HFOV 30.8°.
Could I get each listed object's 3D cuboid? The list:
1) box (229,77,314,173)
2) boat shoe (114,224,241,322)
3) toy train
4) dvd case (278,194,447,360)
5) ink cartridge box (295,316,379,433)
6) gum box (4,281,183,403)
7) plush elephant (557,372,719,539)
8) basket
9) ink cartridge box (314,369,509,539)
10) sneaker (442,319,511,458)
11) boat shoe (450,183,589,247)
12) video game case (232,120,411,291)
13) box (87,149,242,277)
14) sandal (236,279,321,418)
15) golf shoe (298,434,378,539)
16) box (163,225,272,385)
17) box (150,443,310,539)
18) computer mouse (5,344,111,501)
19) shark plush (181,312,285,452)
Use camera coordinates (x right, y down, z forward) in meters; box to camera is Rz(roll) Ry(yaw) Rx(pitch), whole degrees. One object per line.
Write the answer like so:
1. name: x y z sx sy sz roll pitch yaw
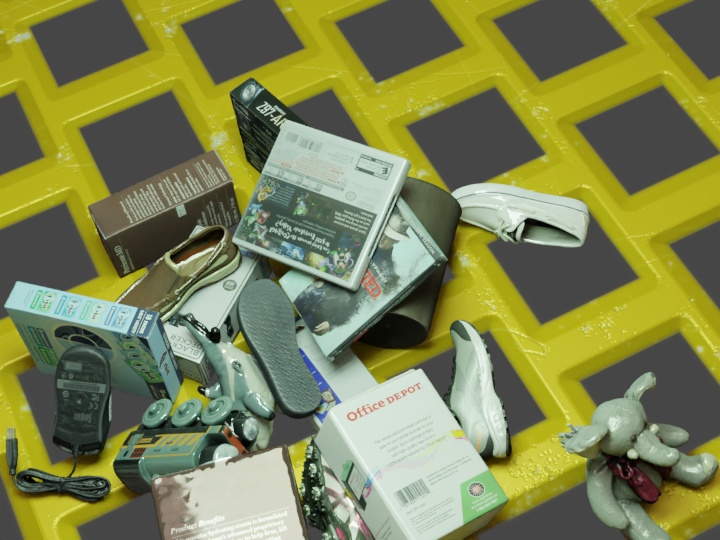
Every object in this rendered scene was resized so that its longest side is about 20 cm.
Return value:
1. box: -0.098 -0.161 1.863 0.043 0.160 0.200 -38 60 -18
2. boat shoe: -0.254 0.004 1.745 0.202 0.075 0.075 -38 60 -18
3. toy train: -0.217 0.222 1.633 0.199 0.085 0.114 -7 40 37
4. dvd case: 0.000 0.000 1.692 0.200 0.022 0.146 -40 55 9
5. ink cartridge box: -0.042 0.147 1.726 0.099 0.039 0.200 -30 60 -14
6. gum box: -0.344 0.096 1.708 0.199 0.170 0.045 11 57 12
7. plush elephant: 0.328 0.217 1.574 0.200 0.155 0.165 35 66 24
8. basket: 0.046 -0.008 1.767 0.180 0.136 0.201 14 61 -16
9. ink cartridge box: 0.059 0.240 1.587 0.144 0.084 0.200 -22 66 -30
10. sneaker: 0.138 0.151 1.688 0.079 0.074 0.201 -13 56 3
11. boat shoe: 0.219 -0.069 1.831 0.199 0.072 0.066 11 53 2
12. video game case: -0.053 -0.088 1.717 0.199 0.023 0.182 21 84 28
13. box: -0.275 -0.082 1.863 0.199 0.100 0.075 -25 58 -11
14. sandal: -0.113 0.104 1.708 0.076 0.043 0.201 -9 64 -24
15. golf shoe: -0.022 0.296 1.616 0.088 0.077 0.201 -2 55 -21
16. box: -0.217 0.046 1.796 0.116 0.060 0.200 19 60 18
17. box: -0.136 0.339 1.521 0.165 0.164 0.201 -13 60 -5
18. computer mouse: -0.385 0.193 1.686 0.140 0.046 0.201 1 93 5
19. shark plush: -0.174 0.145 1.684 0.083 0.091 0.200 -34 96 10
